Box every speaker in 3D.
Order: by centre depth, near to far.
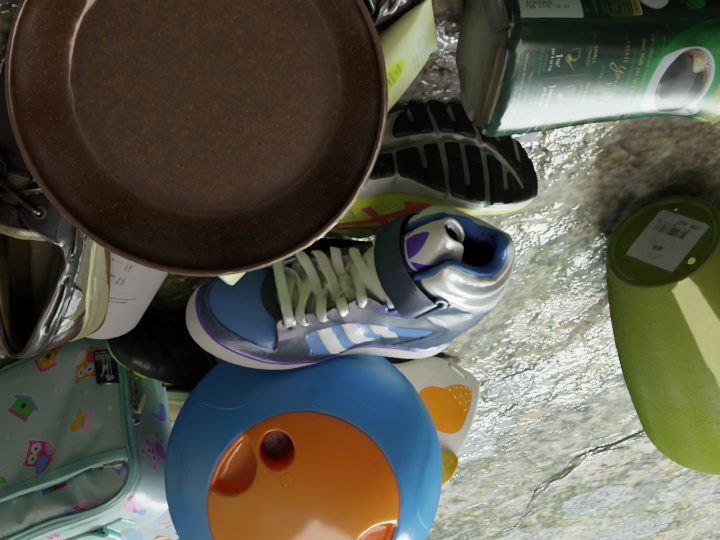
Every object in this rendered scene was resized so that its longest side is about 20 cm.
[{"bbox_3d":[-0.144,-0.041,0.724,0.081,0.081,0.200,8,139,-29],"label":"speaker"}]

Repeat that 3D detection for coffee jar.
[{"bbox_3d":[0.165,-0.140,0.693,0.200,0.085,0.104,-4,141,-13],"label":"coffee jar"}]

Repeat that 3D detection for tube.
[{"bbox_3d":[-0.025,-0.078,0.672,0.200,0.058,0.052,-46,120,-2],"label":"tube"}]

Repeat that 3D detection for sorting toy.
[{"bbox_3d":[-0.022,0.142,1.036,0.180,0.107,0.200,35,124,-25],"label":"sorting toy"}]

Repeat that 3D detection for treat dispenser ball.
[{"bbox_3d":[-0.041,0.145,0.820,0.201,0.201,0.201,-10,145,-7],"label":"treat dispenser ball"}]

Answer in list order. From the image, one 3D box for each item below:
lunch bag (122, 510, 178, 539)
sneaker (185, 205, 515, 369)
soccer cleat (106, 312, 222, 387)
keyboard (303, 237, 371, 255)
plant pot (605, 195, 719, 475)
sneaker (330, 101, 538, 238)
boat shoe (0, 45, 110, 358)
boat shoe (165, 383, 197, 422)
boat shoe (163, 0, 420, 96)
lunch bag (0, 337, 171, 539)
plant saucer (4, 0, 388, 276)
[{"bbox_3d":[-0.231,0.202,1.040,0.200,0.076,0.160,21,130,-39],"label":"lunch bag"},{"bbox_3d":[0.000,0.000,0.722,0.200,0.081,0.146,3,149,-22],"label":"sneaker"},{"bbox_3d":[-0.101,0.050,0.890,0.200,0.068,0.081,7,131,-38],"label":"soccer cleat"},{"bbox_3d":[0.002,0.001,0.832,0.200,0.040,0.104,4,175,-24],"label":"keyboard"},{"bbox_3d":[0.282,0.036,0.930,0.187,0.187,0.200,-26,129,17],"label":"plant pot"},{"bbox_3d":[0.023,-0.061,0.774,0.200,0.078,0.090,3,150,-14],"label":"sneaker"},{"bbox_3d":[-0.185,-0.036,0.657,0.073,0.065,0.200,13,121,21],"label":"boat shoe"},{"bbox_3d":[-0.102,0.129,0.945,0.200,0.065,0.071,5,-176,3],"label":"boat shoe"},{"bbox_3d":[-0.023,-0.148,0.638,0.200,0.057,0.067,-19,145,7],"label":"boat shoe"},{"bbox_3d":[-0.241,0.146,0.880,0.200,0.161,0.077,-24,145,14],"label":"lunch bag"},{"bbox_3d":[-0.085,-0.096,0.603,0.200,0.037,0.201,0,111,0],"label":"plant saucer"}]
